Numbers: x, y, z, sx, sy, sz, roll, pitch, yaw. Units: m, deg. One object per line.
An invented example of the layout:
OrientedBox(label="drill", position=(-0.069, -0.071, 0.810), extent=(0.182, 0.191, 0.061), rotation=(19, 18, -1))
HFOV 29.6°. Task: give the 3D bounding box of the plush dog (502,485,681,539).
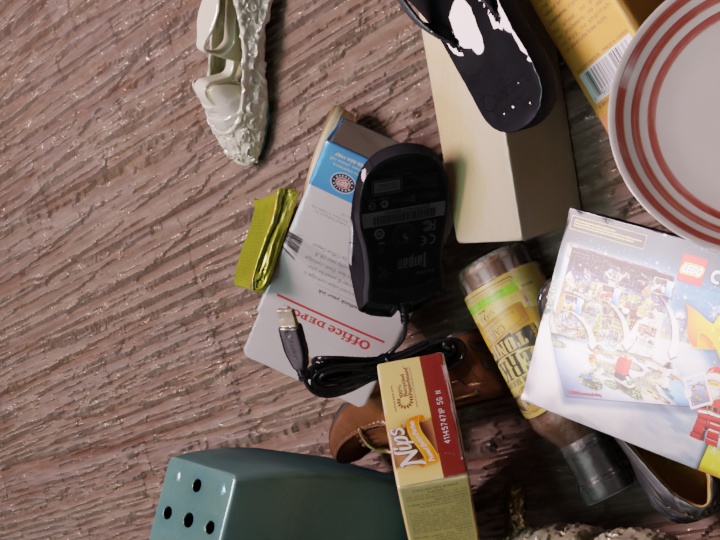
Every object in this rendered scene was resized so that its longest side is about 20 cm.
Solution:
OrientedBox(label="plush dog", position=(0.176, 0.230, 0.979), extent=(0.172, 0.200, 0.161), rotation=(-13, 67, 39))

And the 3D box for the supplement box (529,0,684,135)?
OrientedBox(label="supplement box", position=(0.160, -0.188, 0.916), extent=(0.069, 0.066, 0.200), rotation=(-37, 76, 47))

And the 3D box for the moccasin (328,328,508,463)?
OrientedBox(label="moccasin", position=(0.047, 0.120, 1.131), extent=(0.201, 0.074, 0.078), rotation=(-33, 71, 36))

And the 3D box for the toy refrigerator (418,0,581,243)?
OrientedBox(label="toy refrigerator", position=(0.098, -0.125, 0.991), extent=(0.070, 0.076, 0.201), rotation=(-1, 102, 45))

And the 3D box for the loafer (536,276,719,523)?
OrientedBox(label="loafer", position=(0.193, 0.084, 0.950), extent=(0.073, 0.072, 0.200), rotation=(-35, 80, 0))

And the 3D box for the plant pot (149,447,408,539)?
OrientedBox(label="plant pot", position=(-0.069, 0.223, 1.148), extent=(0.141, 0.200, 0.142), rotation=(7, 81, 45))

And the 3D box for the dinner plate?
OrientedBox(label="dinner plate", position=(0.250, -0.098, 0.817), extent=(0.200, 0.024, 0.201), rotation=(-8, 67, 20))

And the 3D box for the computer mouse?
OrientedBox(label="computer mouse", position=(0.000, 0.000, 1.011), extent=(0.046, 0.140, 0.200), rotation=(-123, 21, -58))

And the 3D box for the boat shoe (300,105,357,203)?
OrientedBox(label="boat shoe", position=(-0.016, -0.039, 1.148), extent=(0.065, 0.072, 0.200), rotation=(10, 109, 4))

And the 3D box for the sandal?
OrientedBox(label="sandal", position=(0.062, -0.183, 0.912), extent=(0.200, 0.043, 0.076), rotation=(57, 134, 16))

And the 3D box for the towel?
OrientedBox(label="towel", position=(-0.086, -0.025, 1.150), extent=(0.200, 0.018, 0.086), rotation=(-176, 106, -80))

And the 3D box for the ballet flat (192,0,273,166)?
OrientedBox(label="ballet flat", position=(-0.119, -0.187, 1.198), extent=(0.072, 0.072, 0.200), rotation=(25, 120, 38))

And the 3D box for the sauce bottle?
OrientedBox(label="sauce bottle", position=(0.142, 0.077, 1.021), extent=(0.065, 0.065, 0.200), rotation=(-38, 76, 45))

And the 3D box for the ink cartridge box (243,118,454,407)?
OrientedBox(label="ink cartridge box", position=(-0.005, -0.004, 1.087), extent=(0.116, 0.068, 0.200), rotation=(24, 115, 1))

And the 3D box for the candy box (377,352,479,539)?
OrientedBox(label="candy box", position=(0.058, 0.172, 1.047), extent=(0.200, 0.055, 0.116), rotation=(77, -176, -46))

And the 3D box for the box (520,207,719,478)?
OrientedBox(label="box", position=(0.207, 0.049, 0.871), extent=(0.200, 0.038, 0.137), rotation=(20, 98, 40))
